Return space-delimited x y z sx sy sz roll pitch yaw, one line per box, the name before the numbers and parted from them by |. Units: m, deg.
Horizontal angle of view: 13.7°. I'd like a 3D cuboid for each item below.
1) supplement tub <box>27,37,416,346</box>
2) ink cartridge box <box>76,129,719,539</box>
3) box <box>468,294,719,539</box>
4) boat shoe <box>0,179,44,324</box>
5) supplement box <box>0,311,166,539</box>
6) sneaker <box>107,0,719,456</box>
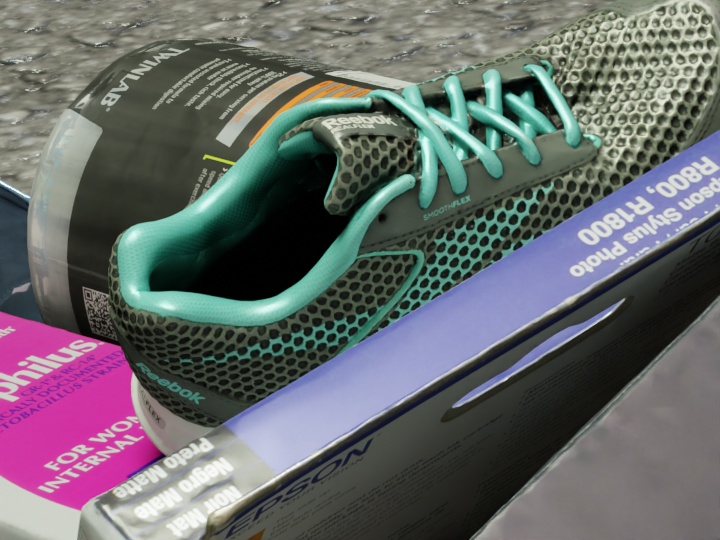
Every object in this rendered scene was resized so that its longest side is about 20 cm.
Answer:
supplement tub | 0.000 0.000 0.932 0.200 0.123 0.122 17 32 43
ink cartridge box | 0.018 0.042 0.728 0.199 0.200 0.041 -30 70 -25
box | 0.123 0.108 0.643 0.200 0.104 0.182 38 56 19
boat shoe | -0.104 0.036 1.067 0.068 0.084 0.200 -6 39 -18
supplement box | -0.100 0.085 0.901 0.200 0.104 0.101 12 31 39
sneaker | 0.019 -0.019 0.795 0.200 0.091 0.078 -34 60 -1
